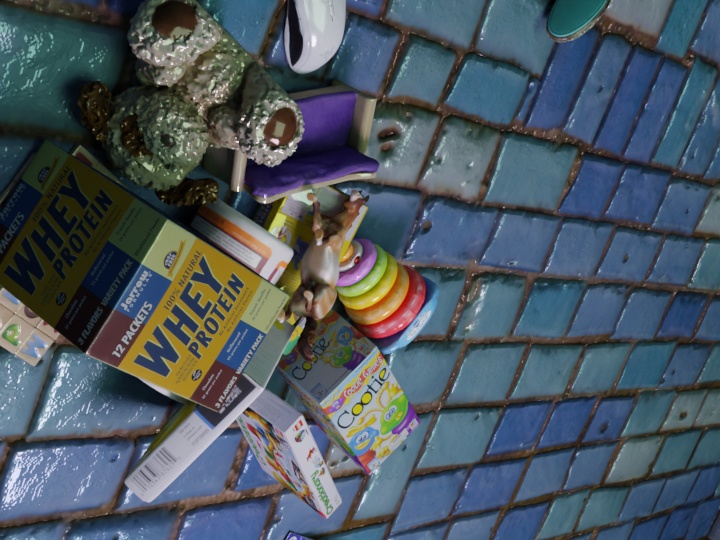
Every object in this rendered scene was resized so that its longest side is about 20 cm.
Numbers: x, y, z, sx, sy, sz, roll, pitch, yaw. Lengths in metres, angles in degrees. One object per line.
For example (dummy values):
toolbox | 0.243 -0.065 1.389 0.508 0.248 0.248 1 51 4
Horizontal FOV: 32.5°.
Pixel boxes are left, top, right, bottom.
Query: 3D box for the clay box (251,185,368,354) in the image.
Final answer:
clay box | -0.086 -0.012 1.431 0.114 0.048 0.201 25 96 -38

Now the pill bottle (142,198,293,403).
pill bottle | -0.169 0.032 1.322 0.201 0.114 0.114 -57 144 -2

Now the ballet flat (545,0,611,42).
ballet flat | 0.319 -0.385 1.674 0.201 0.067 0.075 -61 160 -3

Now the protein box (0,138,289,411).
protein box | -0.215 0.006 1.166 0.136 0.198 0.200 -58 144 -2

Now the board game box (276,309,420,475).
board game box | -0.015 0.158 1.603 0.105 0.103 0.201 -44 142 -12

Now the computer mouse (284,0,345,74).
computer mouse | -0.041 -0.298 1.307 0.109 0.044 0.202 -29 135 -37

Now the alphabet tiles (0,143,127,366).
alphabet tiles | -0.308 -0.019 1.210 0.201 0.008 0.167 -53 144 -8

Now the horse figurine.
horse figurine | -0.046 -0.001 1.364 0.132 0.049 0.202 21 81 -77

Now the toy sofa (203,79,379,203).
toy sofa | -0.066 -0.144 1.341 0.199 0.097 0.084 -17 127 -43

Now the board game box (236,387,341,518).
board game box | -0.098 0.214 1.529 0.035 0.126 0.201 -43 141 -21

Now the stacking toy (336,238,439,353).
stacking toy | 0.000 0.000 1.539 0.116 0.109 0.200 -50 129 -11

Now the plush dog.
plush dog | -0.177 -0.157 1.192 0.172 0.161 0.200 -45 116 4

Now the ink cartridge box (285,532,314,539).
ink cartridge box | -0.068 0.448 1.811 0.095 0.037 0.200 -58 143 -3

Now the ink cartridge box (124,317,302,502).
ink cartridge box | -0.156 0.136 1.357 0.198 0.047 0.200 -46 -171 22
